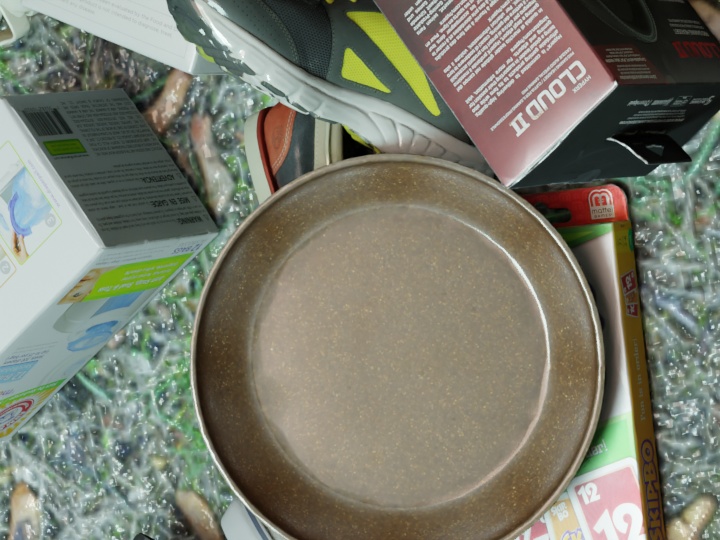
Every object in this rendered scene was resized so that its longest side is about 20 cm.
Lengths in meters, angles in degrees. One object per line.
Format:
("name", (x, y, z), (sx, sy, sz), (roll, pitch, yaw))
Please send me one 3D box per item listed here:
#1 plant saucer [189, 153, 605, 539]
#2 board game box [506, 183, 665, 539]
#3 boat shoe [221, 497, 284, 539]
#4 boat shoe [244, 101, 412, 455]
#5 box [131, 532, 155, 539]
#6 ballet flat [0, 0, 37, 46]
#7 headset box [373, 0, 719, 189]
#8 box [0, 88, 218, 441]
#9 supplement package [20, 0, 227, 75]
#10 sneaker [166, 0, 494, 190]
("plant saucer", (0.018, 0.044, 1.178), (0.199, 0.037, 0.202), (0, 94, 5))
("board game box", (0.095, 0.062, 1.203), (0.095, 0.030, 0.202), (-6, 89, 31))
("boat shoe", (0.017, 0.169, 1.236), (0.200, 0.071, 0.070), (42, 100, 21))
("boat shoe", (0.000, 0.000, 1.232), (0.062, 0.071, 0.201), (-23, 78, 27))
("box", (-0.104, 0.261, 1.268), (0.160, 0.044, 0.201), (28, 83, 30))
("ballet flat", (-0.190, -0.159, 1.304), (0.200, 0.069, 0.070), (-24, 80, 62))
("headset box", (0.080, -0.124, 1.124), (0.077, 0.148, 0.201), (-44, 71, 27))
("box", (-0.193, 0.005, 1.319), (0.200, 0.112, 0.102), (-43, 74, 27))
("supplement package", (-0.073, -0.211, 1.227), (0.116, 0.117, 0.201), (24, 107, 27))
("sneaker", (-0.004, -0.110, 1.173), (0.074, 0.199, 0.085), (28, 91, 58))
